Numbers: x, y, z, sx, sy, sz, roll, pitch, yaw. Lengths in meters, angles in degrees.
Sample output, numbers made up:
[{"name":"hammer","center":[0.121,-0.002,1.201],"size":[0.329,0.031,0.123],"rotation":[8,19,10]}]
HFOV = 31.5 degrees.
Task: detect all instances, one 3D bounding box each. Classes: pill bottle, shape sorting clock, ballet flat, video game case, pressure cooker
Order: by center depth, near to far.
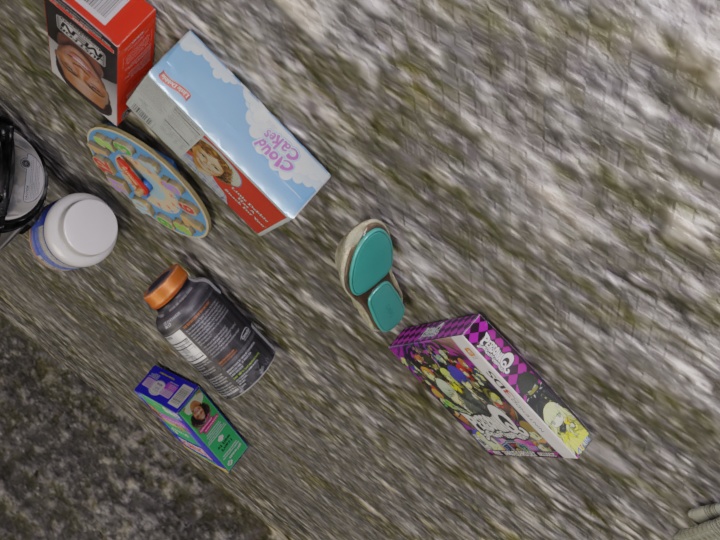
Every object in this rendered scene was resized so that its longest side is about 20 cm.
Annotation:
[{"name":"ballet flat","center":[0.000,0.000,1.319],"size":[0.062,0.067,0.201],"rotation":[42,163,28]},{"name":"video game case","center":[0.135,0.128,1.371],"size":[0.181,0.036,0.200],"rotation":[47,160,-10]},{"name":"shape sorting clock","center":[-0.274,-0.111,1.640],"size":[0.199,0.039,0.200],"rotation":[37,160,15]},{"name":"pill bottle","center":[-0.225,0.084,1.858],"size":[0.200,0.106,0.106],"rotation":[48,160,-16]},{"name":"pressure cooker","center":[-0.568,-0.124,1.924],"size":[0.177,0.178,0.200],"rotation":[54,142,-4]},{"name":"pill bottle","center":[-0.434,-0.059,1.946],"size":[0.112,0.112,0.200],"rotation":[47,159,-15]}]

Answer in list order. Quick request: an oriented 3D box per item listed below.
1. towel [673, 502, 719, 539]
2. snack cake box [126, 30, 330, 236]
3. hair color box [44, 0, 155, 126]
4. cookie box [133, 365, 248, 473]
[{"name":"towel","center":[0.408,0.285,1.203],"size":[0.192,0.035,0.200],"rotation":[37,158,4]},{"name":"snack cake box","center":[-0.135,-0.134,1.286],"size":[0.200,0.067,0.115],"rotation":[45,158,-10]},{"name":"hair color box","center":[-0.272,-0.239,1.333],"size":[0.101,0.061,0.200],"rotation":[40,161,3]},{"name":"cookie box","center":[-0.341,0.300,2.583],"size":[0.170,0.075,0.201],"rotation":[18,150,48]}]
